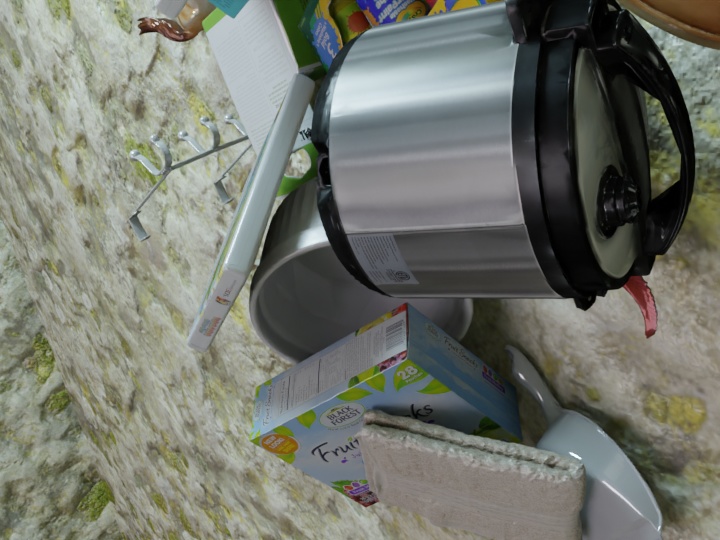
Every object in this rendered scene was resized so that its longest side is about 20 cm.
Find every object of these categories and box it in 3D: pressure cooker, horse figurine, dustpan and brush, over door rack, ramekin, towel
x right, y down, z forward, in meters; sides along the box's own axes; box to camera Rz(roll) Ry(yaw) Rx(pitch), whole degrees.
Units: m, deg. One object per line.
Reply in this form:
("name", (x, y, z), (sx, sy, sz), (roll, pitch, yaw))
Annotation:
("pressure cooker", (0.092, -0.067, 0.502), (0.198, 0.175, 0.182), (-1, 87, 33))
("horse figurine", (-0.197, -0.333, 0.968), (0.133, 0.050, 0.201), (46, 137, 12))
("dustpan and brush", (0.182, 0.153, 0.746), (0.200, 0.057, 0.140), (47, 157, 17))
("over door rack", (-0.210, -0.129, 1.044), (0.067, 0.147, 0.200), (56, 148, 10))
("ramekin", (0.000, 0.000, 0.774), (0.201, 0.197, 0.106), (107, 167, -48))
("towel", (0.094, 0.185, 0.734), (0.197, 0.035, 0.134), (9, 141, 19))

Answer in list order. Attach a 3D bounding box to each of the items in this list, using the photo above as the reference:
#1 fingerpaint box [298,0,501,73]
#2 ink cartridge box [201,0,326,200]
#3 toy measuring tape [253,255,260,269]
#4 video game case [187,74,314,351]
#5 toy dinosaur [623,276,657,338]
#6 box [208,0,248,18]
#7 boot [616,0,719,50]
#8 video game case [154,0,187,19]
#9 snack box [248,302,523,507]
("fingerpaint box", (0.043, -0.200, 0.676), (0.168, 0.073, 0.200), (59, 149, 11))
("ink cartridge box", (-0.067, -0.186, 0.856), (0.147, 0.075, 0.202), (-9, 105, 58))
("toy measuring tape", (-0.090, 0.020, 1.052), (0.199, 0.073, 0.075), (7, 118, 63))
("video game case", (-0.100, -0.047, 0.764), (0.023, 0.202, 0.182), (22, 151, -11))
("toy dinosaur", (0.104, -0.044, 0.614), (0.179, 0.201, 0.106), (-9, 128, 13))
("box", (-0.062, -0.294, 0.675), (0.049, 0.083, 0.199), (30, 145, -25))
("boot", (0.181, -0.236, 0.457), (0.202, 0.076, 0.156), (61, 146, 21))
("video game case", (-0.093, -0.317, 0.673), (0.200, 0.023, 0.183), (-45, 28, 31))
("snack box", (0.022, 0.134, 0.795), (0.199, 0.068, 0.168), (-31, 127, 30))
